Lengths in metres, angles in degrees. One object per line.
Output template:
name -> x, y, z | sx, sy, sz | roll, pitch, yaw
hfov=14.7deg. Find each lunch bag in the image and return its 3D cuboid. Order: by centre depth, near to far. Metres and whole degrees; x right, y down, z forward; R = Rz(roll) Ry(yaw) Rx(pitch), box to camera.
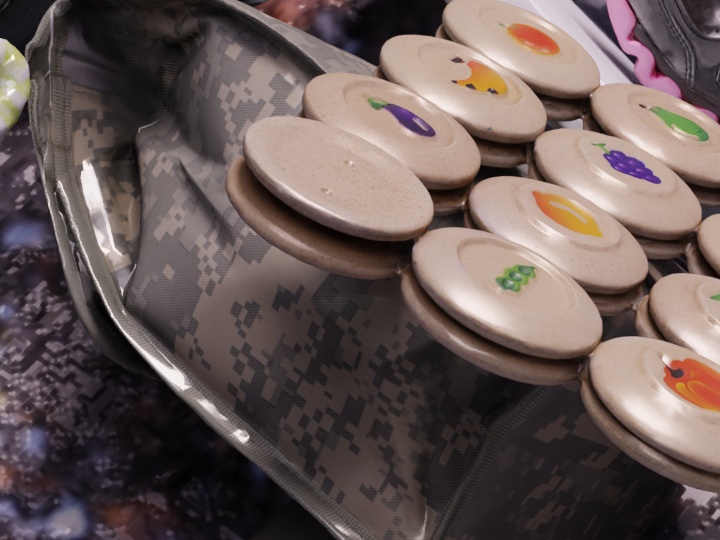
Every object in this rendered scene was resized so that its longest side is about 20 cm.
lunch bag -> 0.000, 0.000, 0.832 | 0.200, 0.164, 0.118 | 40, 98, 23

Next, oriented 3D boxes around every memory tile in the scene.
memory tile -> 0.060, -0.016, 0.731 | 0.153, 0.017, 0.200 | 31, 27, 10

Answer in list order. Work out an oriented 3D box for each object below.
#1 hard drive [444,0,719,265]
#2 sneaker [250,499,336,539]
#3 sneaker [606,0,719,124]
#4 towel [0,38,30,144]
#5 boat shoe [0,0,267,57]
hard drive -> 0.061, -0.077, 0.921 | 0.027, 0.132, 0.200 | -43, 59, 10
sneaker -> 0.013, 0.171, 0.792 | 0.108, 0.067, 0.201 | -43, 82, -1
sneaker -> 0.169, -0.063, 0.891 | 0.200, 0.095, 0.079 | 35, 61, -16
towel -> -0.205, 0.002, 0.806 | 0.200, 0.171, 0.048 | -37, 107, -31
boat shoe -> -0.046, -0.112, 0.864 | 0.200, 0.076, 0.060 | -37, 51, 12
